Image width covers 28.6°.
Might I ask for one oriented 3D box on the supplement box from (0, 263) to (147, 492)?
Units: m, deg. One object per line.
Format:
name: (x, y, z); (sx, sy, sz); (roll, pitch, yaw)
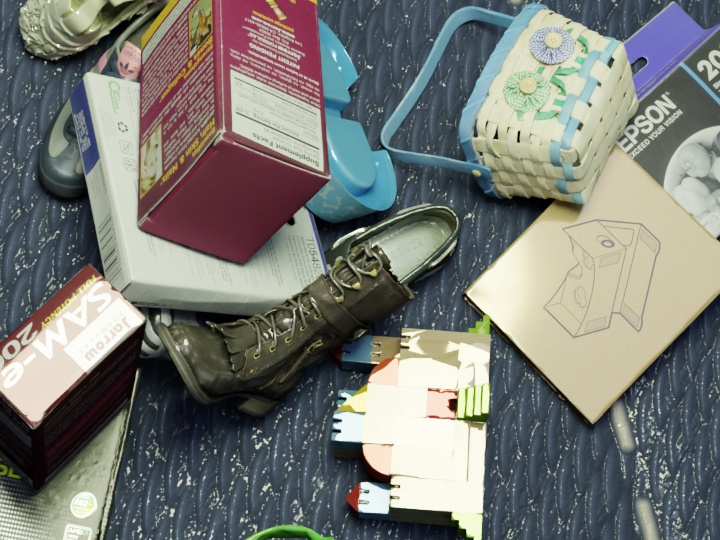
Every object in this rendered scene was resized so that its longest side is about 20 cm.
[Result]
supplement box: (-0.216, 0.083, 1.017); (0.061, 0.200, 0.109); (42, 66, 5)

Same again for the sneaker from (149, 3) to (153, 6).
sneaker: (-0.234, -0.308, 1.267); (0.197, 0.081, 0.116); (5, 71, -8)

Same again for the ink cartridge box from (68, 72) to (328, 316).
ink cartridge box: (-0.130, -0.058, 1.164); (0.199, 0.041, 0.201); (7, 56, -38)

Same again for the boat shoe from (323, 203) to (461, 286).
boat shoe: (0.000, 0.000, 1.214); (0.199, 0.060, 0.076); (-35, 80, -21)

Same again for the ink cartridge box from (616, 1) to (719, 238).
ink cartridge box: (0.310, -0.142, 1.340); (0.198, 0.043, 0.200); (-41, 82, -20)

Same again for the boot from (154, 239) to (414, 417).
boot: (-0.054, 0.033, 1.104); (0.174, 0.200, 0.070); (-37, 67, 10)

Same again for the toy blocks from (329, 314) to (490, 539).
toy blocks: (0.036, 0.128, 1.169); (0.135, 0.100, 0.202); (4, 69, 2)

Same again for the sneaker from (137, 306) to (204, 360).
sneaker: (-0.167, -0.007, 1.194); (0.087, 0.074, 0.202); (27, 45, -43)

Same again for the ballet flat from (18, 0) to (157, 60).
ballet flat: (-0.217, -0.236, 1.197); (0.199, 0.072, 0.072); (-29, 75, 19)

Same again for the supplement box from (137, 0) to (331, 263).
supplement box: (-0.102, -0.131, 1.113); (0.103, 0.131, 0.202); (20, 49, -31)

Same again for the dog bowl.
dog bowl: (-0.037, -0.132, 1.235); (0.111, 0.049, 0.202); (3, 62, -57)

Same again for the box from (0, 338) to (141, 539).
box: (-0.288, 0.151, 1.108); (0.198, 0.048, 0.195); (13, 70, -7)

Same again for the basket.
basket: (0.136, -0.156, 1.268); (0.199, 0.139, 0.177); (13, 64, 32)

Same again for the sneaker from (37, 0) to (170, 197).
sneaker: (-0.212, -0.156, 1.215); (0.070, 0.082, 0.201); (31, 68, -2)

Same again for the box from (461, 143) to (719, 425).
box: (0.214, 0.009, 1.256); (0.200, 0.021, 0.164); (-44, 83, -9)

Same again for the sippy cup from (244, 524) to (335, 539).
sippy cup: (-0.041, 0.294, 1.070); (0.130, 0.140, 0.178); (-30, 37, -10)
